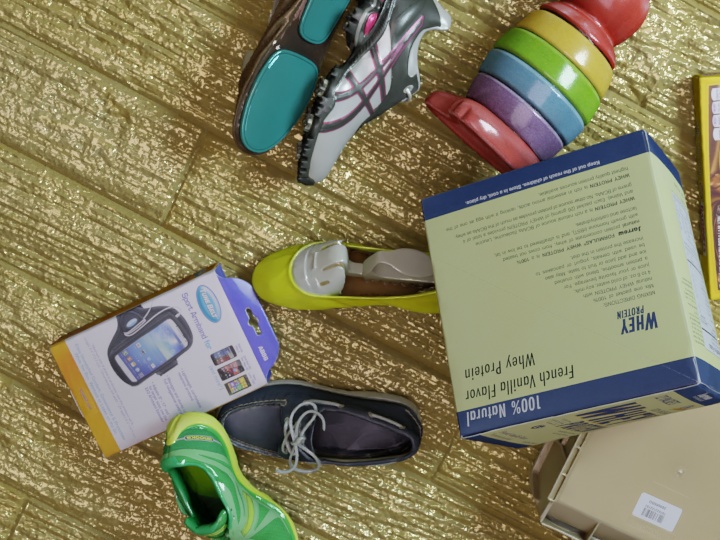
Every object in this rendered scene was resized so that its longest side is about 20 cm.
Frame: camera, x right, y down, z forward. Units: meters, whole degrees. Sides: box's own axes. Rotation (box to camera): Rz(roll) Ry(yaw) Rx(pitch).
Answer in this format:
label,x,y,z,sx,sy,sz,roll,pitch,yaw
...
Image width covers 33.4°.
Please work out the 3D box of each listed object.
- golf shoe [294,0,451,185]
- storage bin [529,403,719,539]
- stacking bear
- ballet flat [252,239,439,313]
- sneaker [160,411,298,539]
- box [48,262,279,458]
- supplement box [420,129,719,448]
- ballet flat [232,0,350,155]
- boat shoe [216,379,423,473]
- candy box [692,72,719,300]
label,x,y,z,sx,sy,sz,roll,pitch,yaw
golf shoe,0.006,-0.158,1.049,0.087,0.077,0.202,24,102,-10
storage bin,0.283,0.168,1.096,0.197,0.094,0.201,24,102,-3
stacking bear,0.167,-0.181,1.024,0.113,0.121,0.201,39,92,-18
ballet flat,0.000,0.000,1.080,0.196,0.067,0.068,4,68,-1
sneaker,-0.128,0.226,1.113,0.073,0.084,0.201,-21,115,29
box,-0.176,0.080,1.122,0.197,0.042,0.121,-24,100,4
supplement box,0.176,0.024,0.985,0.197,0.134,0.203,-17,72,24
ballet flat,-0.065,-0.199,1.045,0.067,0.072,0.202,19,100,-39
boat shoe,-0.041,0.151,1.118,0.196,0.062,0.076,7,107,2
candy box,0.355,-0.079,1.077,0.100,0.026,0.204,-7,102,0
